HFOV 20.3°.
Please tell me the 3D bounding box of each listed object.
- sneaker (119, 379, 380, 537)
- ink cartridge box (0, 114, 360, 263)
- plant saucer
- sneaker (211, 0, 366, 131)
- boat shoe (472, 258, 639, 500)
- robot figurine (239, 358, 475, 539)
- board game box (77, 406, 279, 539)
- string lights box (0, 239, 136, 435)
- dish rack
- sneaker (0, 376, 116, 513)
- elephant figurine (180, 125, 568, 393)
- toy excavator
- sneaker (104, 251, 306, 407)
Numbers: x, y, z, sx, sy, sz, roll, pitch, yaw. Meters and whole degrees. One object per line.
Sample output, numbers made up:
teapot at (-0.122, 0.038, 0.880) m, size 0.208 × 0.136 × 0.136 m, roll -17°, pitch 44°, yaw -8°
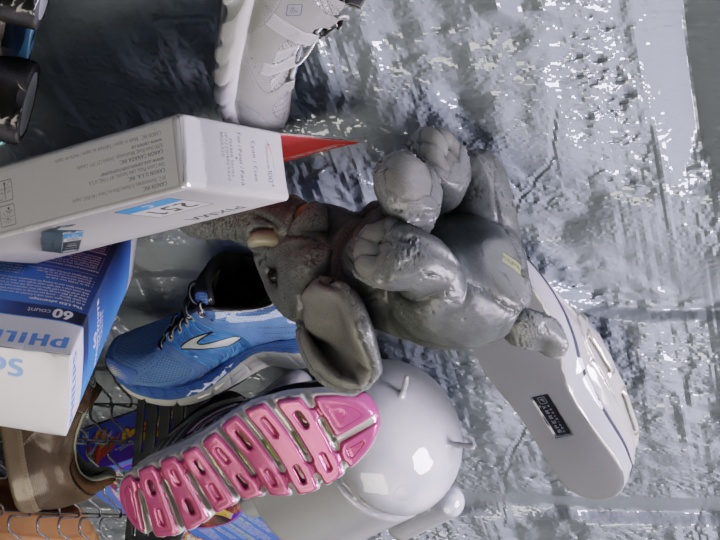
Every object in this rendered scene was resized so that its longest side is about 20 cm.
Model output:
sneaker at (-0.071, 0.113, 1.367) m, size 0.199 × 0.088 × 0.074 m, roll -25°, pitch 107°, yaw 25°
ink cartridge box at (-0.124, -0.043, 1.169) m, size 0.199 × 0.045 × 0.176 m, roll -12°, pitch 172°, yaw 34°
plant saucer at (-0.301, 0.189, 1.592) m, size 0.198 × 0.038 × 0.200 m, roll 13°, pitch -178°, yaw 0°
sneaker at (-0.037, -0.137, 1.091) m, size 0.081 × 0.075 × 0.201 m, roll 5°, pitch 149°, yaw -2°
boat shoe at (0.133, 0.058, 1.338) m, size 0.072 × 0.066 × 0.201 m, roll -16°, pitch 117°, yaw 38°
robot figurine at (-0.005, 0.133, 1.438) m, size 0.169 × 0.114 × 0.199 m, roll 36°, pitch 139°, yaw -21°
board game box at (-0.111, 0.176, 1.590) m, size 0.134 × 0.045 × 0.200 m, roll -20°, pitch 136°, yaw 36°
string lights box at (-0.207, 0.017, 1.245) m, size 0.102 × 0.200 × 0.059 m, roll 9°, pitch 119°, yaw 2°
dish rack at (-0.212, 0.134, 1.466) m, size 0.198 × 0.155 × 0.055 m, roll 0°, pitch 166°, yaw 15°
sneaker at (-0.220, 0.068, 1.397) m, size 0.075 × 0.071 × 0.202 m, roll -10°, pitch 108°, yaw -6°
elephant figurine at (0.000, 0.000, 1.235) m, size 0.141 × 0.157 × 0.199 m, roll 7°, pitch 157°, yaw -44°
toy excavator at (-0.226, -0.119, 1.156) m, size 0.099 × 0.200 × 0.196 m, roll 13°, pitch 105°, yaw -3°
sneaker at (-0.095, 0.028, 1.359) m, size 0.199 × 0.079 × 0.089 m, roll -19°, pitch 126°, yaw 27°
